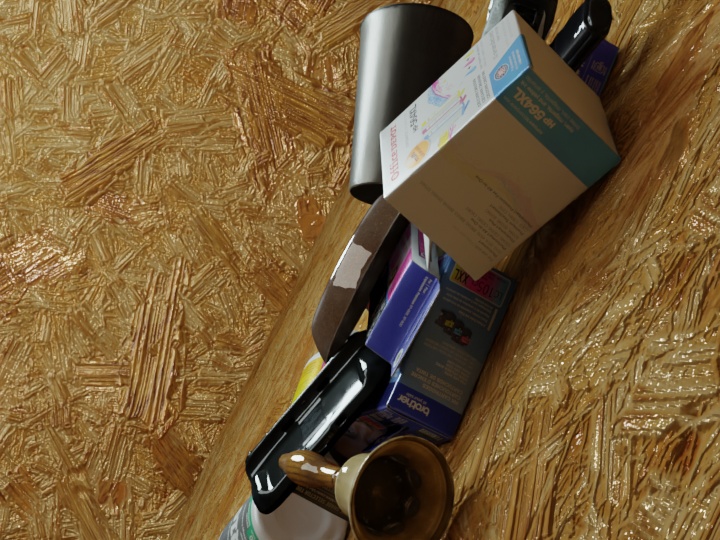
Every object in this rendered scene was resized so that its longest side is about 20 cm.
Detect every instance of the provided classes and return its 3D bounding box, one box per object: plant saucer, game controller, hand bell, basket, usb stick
[{"bbox_3d":[0.000,0.000,1.284,0.202,0.034,0.200,-62,-6,-11],"label":"plant saucer"},{"bbox_3d":[-0.041,0.146,1.227,0.200,0.042,0.105,-50,28,11],"label":"game controller"},{"bbox_3d":[-0.016,0.182,1.100,0.199,0.104,0.105,5,65,58],"label":"hand bell"},{"bbox_3d":[0.054,-0.181,1.466,0.180,0.134,0.203,117,161,-77],"label":"basket"},{"bbox_3d":[0.180,-0.185,1.226,0.200,0.032,0.056,-52,21,48],"label":"usb stick"}]

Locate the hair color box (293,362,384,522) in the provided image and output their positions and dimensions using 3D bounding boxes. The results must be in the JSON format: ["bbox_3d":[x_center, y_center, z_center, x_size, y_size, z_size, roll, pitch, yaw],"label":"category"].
[{"bbox_3d":[-0.008,0.172,1.338,0.062,0.101,0.201,-55,11,29],"label":"hair color box"}]

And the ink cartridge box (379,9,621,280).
[{"bbox_3d":[0.111,-0.104,1.136,0.200,0.125,0.129,-41,25,22],"label":"ink cartridge box"}]

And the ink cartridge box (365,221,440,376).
[{"bbox_3d":[0.041,0.022,1.217,0.095,0.037,0.200,-61,9,16],"label":"ink cartridge box"}]

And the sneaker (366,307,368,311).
[{"bbox_3d":[0.078,-0.015,1.546,0.200,0.079,0.096,-46,10,35],"label":"sneaker"}]

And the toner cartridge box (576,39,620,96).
[{"bbox_3d":[0.189,-0.135,1.266,0.202,0.043,0.095,-65,8,-15],"label":"toner cartridge box"}]

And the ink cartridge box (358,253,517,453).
[{"bbox_3d":[0.065,0.092,1.225,0.202,0.076,0.136,-67,8,-15],"label":"ink cartridge box"}]

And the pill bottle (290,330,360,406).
[{"bbox_3d":[-0.030,0.164,1.500,0.105,0.103,0.201,-56,11,41],"label":"pill bottle"}]

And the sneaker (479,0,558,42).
[{"bbox_3d":[0.143,-0.208,1.204,0.091,0.066,0.202,-99,33,-70],"label":"sneaker"}]

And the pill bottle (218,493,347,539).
[{"bbox_3d":[-0.099,0.313,1.434,0.200,0.112,0.114,-55,11,50],"label":"pill bottle"}]

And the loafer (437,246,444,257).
[{"bbox_3d":[0.100,-0.030,1.413,0.201,0.068,0.076,-55,10,45],"label":"loafer"}]
